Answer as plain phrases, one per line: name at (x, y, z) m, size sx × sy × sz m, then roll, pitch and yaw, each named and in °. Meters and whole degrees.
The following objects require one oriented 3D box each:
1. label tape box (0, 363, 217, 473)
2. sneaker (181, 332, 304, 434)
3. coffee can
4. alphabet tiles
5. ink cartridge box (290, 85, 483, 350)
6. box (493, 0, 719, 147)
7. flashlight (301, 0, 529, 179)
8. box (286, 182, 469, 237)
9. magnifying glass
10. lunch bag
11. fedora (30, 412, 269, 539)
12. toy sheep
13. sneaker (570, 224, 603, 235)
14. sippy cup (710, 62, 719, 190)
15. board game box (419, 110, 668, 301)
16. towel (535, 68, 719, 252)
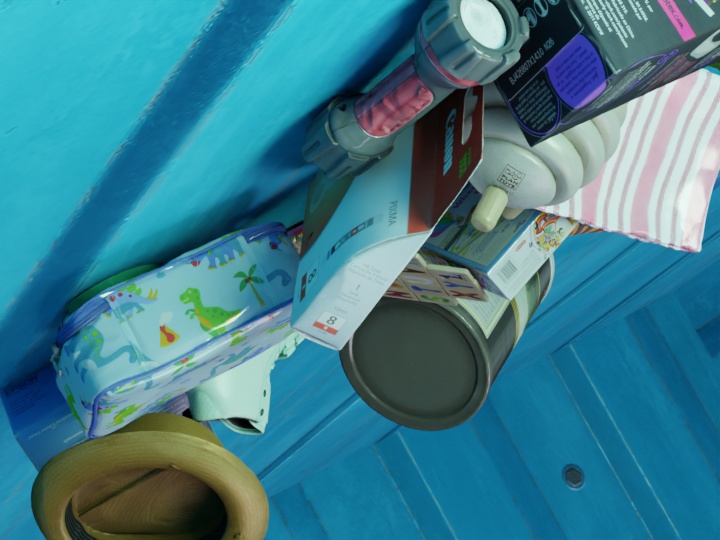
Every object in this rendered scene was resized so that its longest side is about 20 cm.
label tape box at (-0.201, 0.152, 1.691) m, size 0.142 × 0.066 × 0.201 m, roll -30°, pitch 132°, yaw -5°
sneaker at (-0.087, 0.077, 1.674) m, size 0.073 × 0.120 × 0.200 m, roll -4°, pitch -178°, yaw 36°
coffee can at (0.083, 0.033, 1.821) m, size 0.146 × 0.147 × 0.200 m, roll -37°, pitch -170°, yaw 37°
alphabet tiles at (0.000, 0.000, 1.590) m, size 0.198 × 0.006 × 0.166 m, roll 8°, pitch 169°, yaw 15°
ink cartridge box at (0.019, -0.065, 1.377) m, size 0.201 × 0.050 × 0.163 m, roll -56°, pitch -162°, yaw 37°
box at (0.186, -0.182, 1.315) m, size 0.199 × 0.107 × 0.122 m, roll -25°, pitch 171°, yaw -31°
flashlight at (0.029, -0.121, 1.300) m, size 0.200 × 0.067 × 0.068 m, roll -35°, pitch -152°, yaw 48°
box at (0.026, -0.049, 1.731) m, size 0.199 × 0.039 × 0.137 m, roll -29°, pitch 170°, yaw -10°
magnifying glass at (-0.157, 0.014, 1.562) m, size 0.079 × 0.023 × 0.199 m, roll -37°, pitch 169°, yaw 35°
lunch bag at (-0.138, 0.047, 1.495) m, size 0.199 × 0.083 × 0.161 m, roll -27°, pitch 168°, yaw -18°
fedora at (-0.170, 0.177, 1.607) m, size 0.200 × 0.200 × 0.082 m, roll -35°, pitch -150°, yaw 29°
toy sheep at (0.125, -0.108, 1.414) m, size 0.201 × 0.137 × 0.138 m, roll -68°, pitch -172°, yaw -25°
sneaker at (0.209, -0.062, 2.158) m, size 0.112 × 0.078 × 0.199 m, roll -31°, pitch 161°, yaw 32°
sippy cup at (0.276, -0.120, 1.839) m, size 0.177 × 0.131 × 0.139 m, roll -36°, pitch 169°, yaw 30°
board game box at (0.147, -0.072, 1.619) m, size 0.200 × 0.034 × 0.134 m, roll -48°, pitch -154°, yaw -8°
towel at (0.212, -0.101, 1.550) m, size 0.199 × 0.148 × 0.030 m, roll 13°, pitch -173°, yaw -31°
